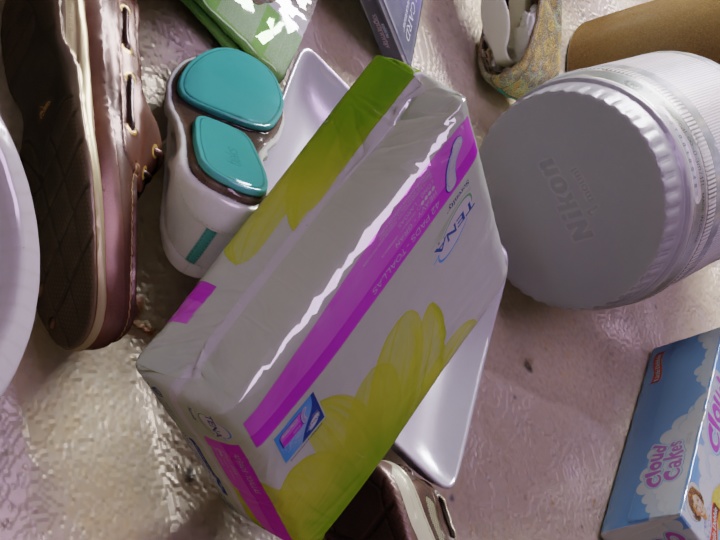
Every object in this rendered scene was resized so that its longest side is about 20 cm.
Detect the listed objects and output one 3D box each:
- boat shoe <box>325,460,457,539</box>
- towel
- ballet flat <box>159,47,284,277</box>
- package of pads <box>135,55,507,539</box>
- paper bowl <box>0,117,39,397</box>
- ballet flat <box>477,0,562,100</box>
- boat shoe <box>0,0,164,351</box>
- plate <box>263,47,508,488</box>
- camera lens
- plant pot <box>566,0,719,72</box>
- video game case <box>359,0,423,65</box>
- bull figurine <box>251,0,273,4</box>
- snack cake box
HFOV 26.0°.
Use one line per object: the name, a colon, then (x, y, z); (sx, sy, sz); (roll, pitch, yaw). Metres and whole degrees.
boat shoe: (0.038, 0.200, 0.829); (0.075, 0.074, 0.204); (17, 58, -53)
towel: (-0.076, -0.222, 0.951); (0.149, 0.031, 0.201); (43, 44, -26)
ballet flat: (-0.079, -0.058, 0.811); (0.070, 0.069, 0.200); (50, 15, -22)
package of pads: (-0.008, 0.021, 0.761); (0.200, 0.068, 0.155); (-53, 150, -21)
paper bowl: (-0.226, -0.010, 0.574); (0.200, 0.104, 0.202); (29, 50, -41)
ballet flat: (0.114, -0.224, 1.128); (0.070, 0.070, 0.202); (2, 90, -51)
boat shoe: (-0.125, -0.058, 0.750); (0.067, 0.072, 0.202); (8, 63, -38)
plate: (0.000, 0.000, 0.911); (0.200, 0.032, 0.200); (43, 41, -23)
camera lens: (0.186, -0.065, 1.083); (0.199, 0.159, 0.161); (-20, 88, -54)
plant pot: (0.296, -0.153, 1.239); (0.186, 0.199, 0.188); (27, 52, -40)
video game case: (0.006, -0.249, 1.010); (0.201, 0.019, 0.144); (64, 28, -46)
bull figurine: (-0.114, -0.179, 0.792); (0.199, 0.121, 0.066); (4, 103, -47)
snack cake box: (0.249, 0.151, 1.128); (0.115, 0.067, 0.201); (52, 38, -21)
